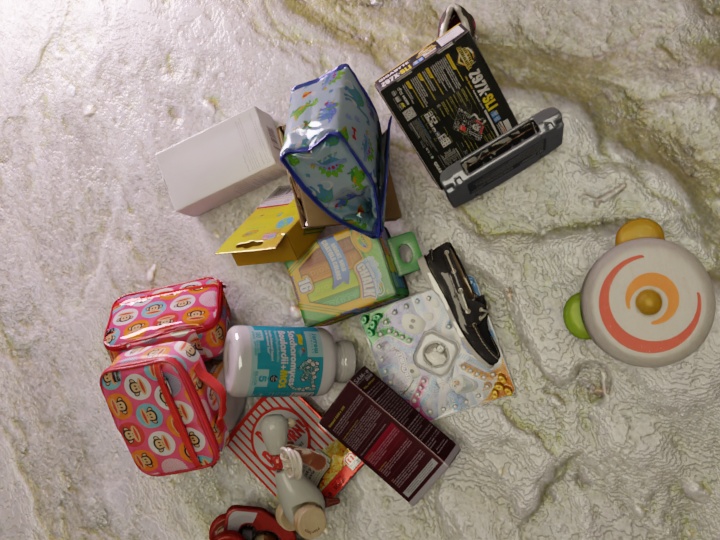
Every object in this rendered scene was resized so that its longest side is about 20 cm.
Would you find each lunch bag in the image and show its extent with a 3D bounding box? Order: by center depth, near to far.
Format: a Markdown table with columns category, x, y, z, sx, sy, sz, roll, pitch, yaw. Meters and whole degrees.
| category | x | y | z | sx | sy | sz | roll | pitch | yaw |
| --- | --- | --- | --- | --- | --- | --- | --- | --- | --- |
| lunch bag | -0.016 | -0.168 | 1.205 | 0.127 | 0.200 | 0.171 | -17 | 43 | 23 |
| lunch bag | -0.286 | 0.211 | 1.258 | 0.175 | 0.082 | 0.201 | -13 | 109 | 18 |
| lunch bag | -0.316 | 0.083 | 1.364 | 0.199 | 0.177 | 0.082 | -12 | 122 | 1 |

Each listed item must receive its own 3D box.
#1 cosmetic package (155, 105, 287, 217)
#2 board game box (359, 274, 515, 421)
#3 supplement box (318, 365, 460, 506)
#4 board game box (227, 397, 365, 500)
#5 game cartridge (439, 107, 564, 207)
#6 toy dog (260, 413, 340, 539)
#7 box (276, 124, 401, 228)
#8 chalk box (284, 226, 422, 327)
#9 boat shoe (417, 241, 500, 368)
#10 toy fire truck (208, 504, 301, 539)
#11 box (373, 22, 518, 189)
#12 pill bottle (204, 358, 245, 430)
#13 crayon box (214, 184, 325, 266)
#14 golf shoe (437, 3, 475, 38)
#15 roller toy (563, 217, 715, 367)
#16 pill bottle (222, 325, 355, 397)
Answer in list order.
| category | x | y | z | sx | sy | sz | roll | pitch | yaw |
| --- | --- | --- | --- | --- | --- | --- | --- | --- | --- |
| cosmetic package | -0.234 | -0.182 | 1.395 | 0.199 | 0.081 | 0.114 | -22 | 82 | 13 |
| board game box | 0.119 | 0.134 | 1.303 | 0.199 | 0.026 | 0.201 | -20 | 90 | 12 |
| supplement box | 0.044 | 0.258 | 1.286 | 0.200 | 0.061 | 0.109 | 40 | 121 | 9 |
| board game box | -0.105 | 0.294 | 1.351 | 0.200 | 0.046 | 0.152 | 42 | 97 | 13 |
| game cartridge | 0.215 | -0.169 | 1.252 | 0.199 | 0.133 | 0.042 | -31 | 81 | 5 |
| toy dog | -0.087 | 0.316 | 1.269 | 0.132 | 0.096 | 0.201 | 30 | 130 | 50 |
| box | -0.030 | -0.151 | 1.292 | 0.021 | 0.199 | 0.165 | -22 | 80 | 47 |
| chalk box | 0.000 | 0.000 | 1.302 | 0.199 | 0.124 | 0.126 | -21 | 83 | 12 |
| boat shoe | 0.162 | 0.051 | 1.242 | 0.060 | 0.074 | 0.201 | -33 | 78 | 16 |
| toy fire truck | -0.170 | 0.487 | 1.337 | 0.167 | 0.112 | 0.201 | 9 | 90 | -10 |
| box | 0.138 | -0.246 | 1.259 | 0.159 | 0.049 | 0.200 | -34 | 120 | 6 |
| pill bottle | -0.300 | 0.199 | 1.370 | 0.199 | 0.116 | 0.117 | 5 | 88 | 14 |
| crayon box | -0.124 | -0.068 | 1.291 | 0.126 | 0.200 | 0.051 | -4 | 123 | 34 |
| golf shoe | 0.148 | -0.321 | 1.304 | 0.077 | 0.088 | 0.202 | -4 | 88 | 12 |
| roller toy | 0.413 | 0.045 | 1.188 | 0.182 | 0.140 | 0.201 | 36 | 95 | 13 |
| pill bottle | -0.111 | 0.144 | 1.299 | 0.199 | 0.111 | 0.112 | 2 | 87 | -21 |
